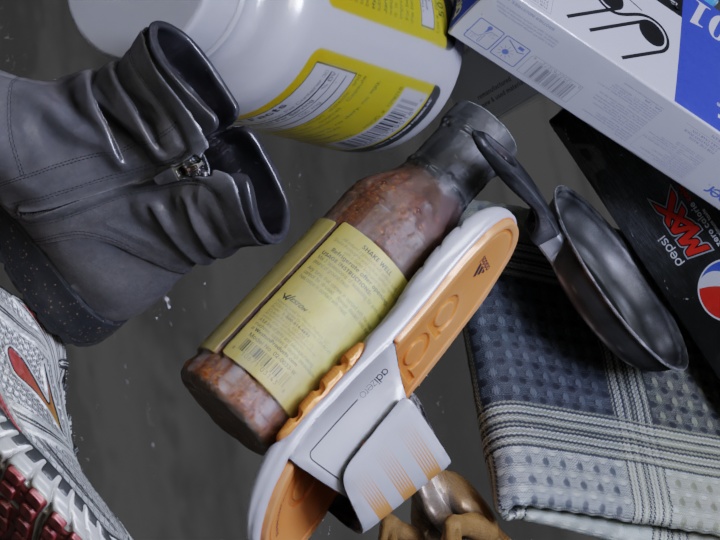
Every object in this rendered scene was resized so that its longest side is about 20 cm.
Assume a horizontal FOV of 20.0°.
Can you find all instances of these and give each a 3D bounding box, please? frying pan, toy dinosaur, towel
[{"bbox_3d":[0.112,0.001,1.022,0.190,0.031,0.115,18,40,-60],"label":"frying pan"},{"bbox_3d":[0.039,0.117,1.026,0.200,0.060,0.106,51,30,-14],"label":"toy dinosaur"},{"bbox_3d":[0.139,0.060,1.093,0.200,0.035,0.193,12,52,-28],"label":"towel"}]

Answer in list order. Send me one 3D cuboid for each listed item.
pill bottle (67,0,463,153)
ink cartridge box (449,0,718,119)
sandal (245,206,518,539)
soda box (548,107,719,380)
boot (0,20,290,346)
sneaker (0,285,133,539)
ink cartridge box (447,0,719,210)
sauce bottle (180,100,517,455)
[{"bbox_3d":[-0.044,-0.121,0.961,0.200,0.111,0.111,10,67,-59],"label":"pill bottle"},{"bbox_3d":[0.083,-0.199,1.124,0.145,0.084,0.200,-28,90,-34],"label":"ink cartridge box"},{"bbox_3d":[0.023,0.062,0.966,0.059,0.079,0.207,34,83,25],"label":"sandal"},{"bbox_3d":[0.191,-0.022,1.108,0.063,0.071,0.200,-7,62,-58],"label":"soda box"},{"bbox_3d":[-0.126,-0.073,0.869,0.200,0.132,0.070,49,33,-14],"label":"boot"},{"bbox_3d":[-0.151,0.058,0.900,0.082,0.078,0.200,-37,96,-36],"label":"sneaker"},{"bbox_3d":[0.141,-0.110,1.040,0.200,0.044,0.094,31,44,-19],"label":"ink cartridge box"},{"bbox_3d":[0.000,0.000,0.992,0.200,0.066,0.066,-46,102,-15],"label":"sauce bottle"}]
